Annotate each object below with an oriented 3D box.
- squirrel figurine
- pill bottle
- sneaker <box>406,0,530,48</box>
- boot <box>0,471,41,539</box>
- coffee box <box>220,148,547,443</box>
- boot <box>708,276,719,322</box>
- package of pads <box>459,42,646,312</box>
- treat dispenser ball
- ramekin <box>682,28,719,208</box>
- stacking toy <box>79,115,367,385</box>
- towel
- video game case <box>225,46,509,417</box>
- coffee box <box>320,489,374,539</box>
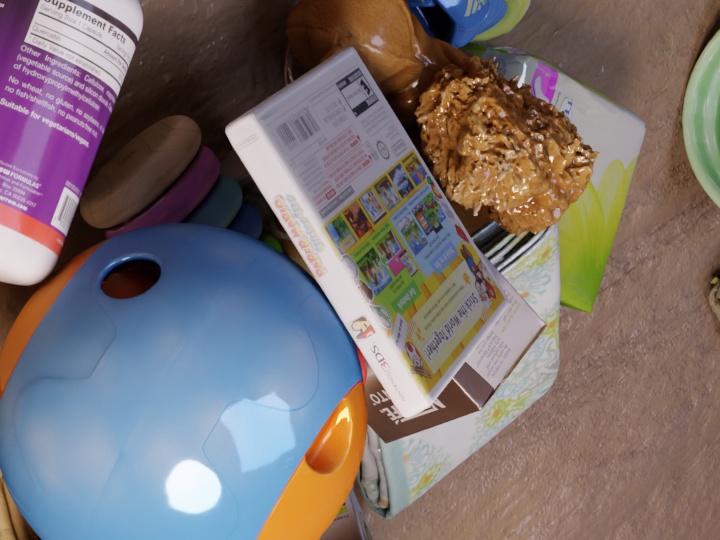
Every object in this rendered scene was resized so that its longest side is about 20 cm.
[{"bbox_3d":[0.047,-0.106,1.616,0.142,0.200,0.187,-52,138,-20],"label":"squirrel figurine"},{"bbox_3d":[-0.185,-0.100,1.374,0.112,0.112,0.200,31,75,-53],"label":"pill bottle"},{"bbox_3d":[0.063,-0.228,1.702,0.105,0.076,0.200,-44,134,-37],"label":"sneaker"},{"bbox_3d":[-0.143,0.088,1.524,0.155,0.073,0.200,7,77,-39],"label":"boot"},{"bbox_3d":[0.000,0.000,1.584,0.200,0.114,0.080,47,57,-12],"label":"coffee box"},{"bbox_3d":[0.345,-0.036,2.158,0.155,0.072,0.200,-47,136,-32],"label":"boot"},{"bbox_3d":[0.117,-0.068,1.836,0.200,0.068,0.155,23,84,-55],"label":"package of pads"},{"bbox_3d":[-0.096,0.075,1.389,0.201,0.201,0.201,-22,118,-49],"label":"treat dispenser ball"},{"bbox_3d":[0.364,-0.116,2.054,0.098,0.200,0.200,17,87,-62],"label":"ramekin"},{"bbox_3d":[-0.071,0.007,1.523,0.200,0.085,0.085,49,58,-18],"label":"stacking toy"},{"bbox_3d":[0.067,0.061,1.762,0.171,0.048,0.200,-34,146,-23],"label":"towel"},{"bbox_3d":[0.008,-0.027,1.451,0.182,0.023,0.200,58,21,-5],"label":"video game case"},{"bbox_3d":[-0.016,0.229,1.641,0.080,0.200,0.113,-20,128,1],"label":"coffee box"}]
